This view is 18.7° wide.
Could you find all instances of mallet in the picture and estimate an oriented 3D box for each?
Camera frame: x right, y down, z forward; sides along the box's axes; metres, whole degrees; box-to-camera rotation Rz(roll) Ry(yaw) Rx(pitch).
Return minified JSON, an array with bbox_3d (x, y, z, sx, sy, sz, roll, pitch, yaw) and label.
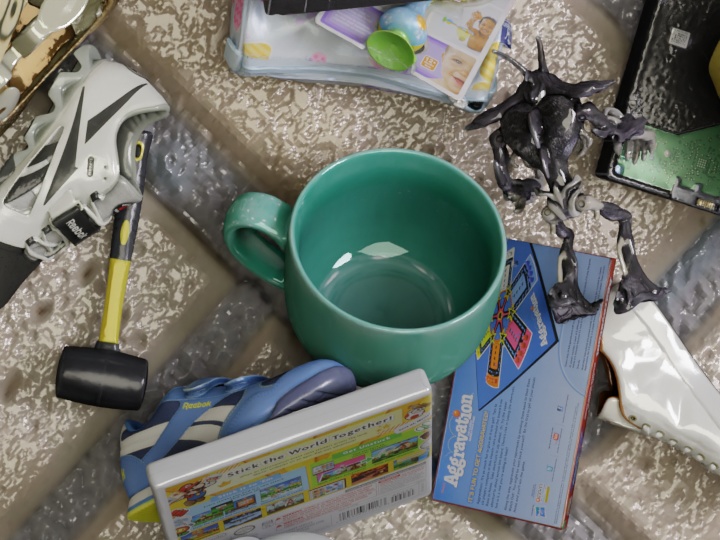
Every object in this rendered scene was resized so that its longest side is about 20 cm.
[{"bbox_3d":[-0.183,-0.001,1.558,0.065,0.041,0.201,2,89,-8],"label":"mallet"}]

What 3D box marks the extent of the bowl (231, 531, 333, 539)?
[{"bbox_3d":[-0.077,0.253,1.538,0.201,0.201,0.090,-44,62,-5],"label":"bowl"}]

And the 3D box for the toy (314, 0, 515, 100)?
[{"bbox_3d":[0.061,-0.222,1.520,0.115,0.047,0.201,28,59,1],"label":"toy"}]

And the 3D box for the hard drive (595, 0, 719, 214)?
[{"bbox_3d":[0.268,-0.146,1.617,0.139,0.038,0.201,15,90,-11],"label":"hard drive"}]

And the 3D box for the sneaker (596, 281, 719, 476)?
[{"bbox_3d":[0.226,0.108,1.621,0.085,0.073,0.200,-37,88,-3],"label":"sneaker"}]

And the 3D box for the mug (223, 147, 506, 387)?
[{"bbox_3d":[0.011,-0.002,1.543,0.152,0.115,0.185,-36,67,-24],"label":"mug"}]

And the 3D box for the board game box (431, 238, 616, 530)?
[{"bbox_3d":[0.119,0.081,1.601,0.102,0.019,0.201,11,92,16],"label":"board game box"}]

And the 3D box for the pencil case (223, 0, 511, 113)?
[{"bbox_3d":[0.003,-0.166,1.552,0.199,0.083,0.091,9,75,-10],"label":"pencil case"}]

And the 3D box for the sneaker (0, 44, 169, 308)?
[{"bbox_3d":[-0.203,-0.052,1.517,0.088,0.074,0.201,28,90,15],"label":"sneaker"}]

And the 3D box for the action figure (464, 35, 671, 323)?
[{"bbox_3d":[0.147,-0.067,1.541,0.118,0.102,0.201,-15,94,21],"label":"action figure"}]

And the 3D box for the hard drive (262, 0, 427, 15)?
[{"bbox_3d":[0.022,-0.247,1.480,0.199,0.038,0.140,-7,65,-12],"label":"hard drive"}]

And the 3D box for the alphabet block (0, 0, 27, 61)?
[{"bbox_3d":[-0.326,-0.201,1.393,0.195,0.200,0.196,20,69,3],"label":"alphabet block"}]

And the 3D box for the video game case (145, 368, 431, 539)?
[{"bbox_3d":[-0.045,0.146,1.527,0.199,0.182,0.023,-19,63,-8],"label":"video game case"}]

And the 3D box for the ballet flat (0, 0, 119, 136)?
[{"bbox_3d":[-0.242,-0.154,1.519,0.070,0.065,0.200,40,87,-10],"label":"ballet flat"}]

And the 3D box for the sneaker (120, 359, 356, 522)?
[{"bbox_3d":[-0.094,0.104,1.526,0.199,0.074,0.083,-30,62,22],"label":"sneaker"}]

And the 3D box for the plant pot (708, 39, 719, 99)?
[{"bbox_3d":[0.329,-0.140,1.520,0.142,0.200,0.200,37,87,13],"label":"plant pot"}]
